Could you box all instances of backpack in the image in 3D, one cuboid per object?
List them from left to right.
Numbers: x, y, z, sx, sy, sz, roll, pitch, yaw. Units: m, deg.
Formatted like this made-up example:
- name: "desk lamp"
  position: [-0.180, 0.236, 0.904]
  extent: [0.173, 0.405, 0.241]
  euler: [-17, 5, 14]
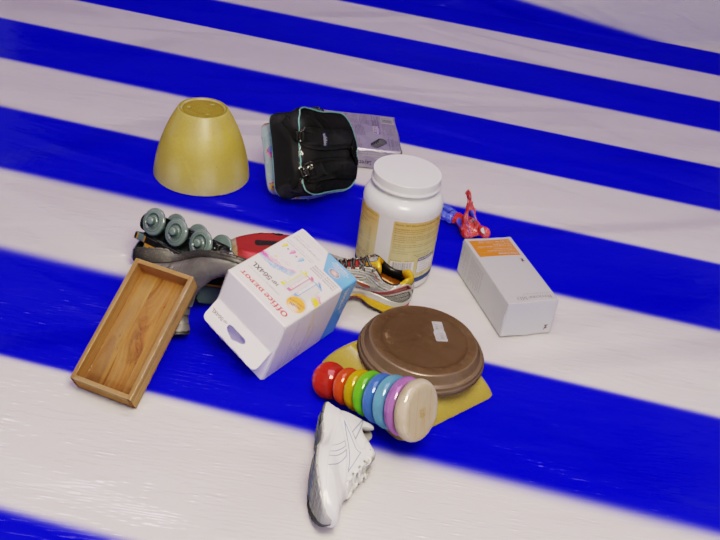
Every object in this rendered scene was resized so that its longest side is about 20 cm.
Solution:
- name: "backpack"
  position: [-0.098, -0.233, 1.748]
  extent: [0.151, 0.180, 0.198]
  euler: [-4, 6, 42]

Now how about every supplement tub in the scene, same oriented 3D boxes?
- name: "supplement tub"
  position: [0.069, -0.086, 1.541]
  extent: [0.141, 0.204, 0.146]
  euler: [6, 33, -4]

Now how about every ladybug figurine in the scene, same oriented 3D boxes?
- name: "ladybug figurine"
  position: [-0.157, -0.017, 1.501]
  extent: [0.195, 0.073, 0.137]
  euler: [-1, 34, -15]

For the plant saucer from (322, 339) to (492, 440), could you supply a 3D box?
- name: "plant saucer"
  position: [0.074, 0.148, 1.333]
  extent: [0.197, 0.049, 0.199]
  euler: [-18, 43, -35]

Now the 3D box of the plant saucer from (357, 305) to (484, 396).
- name: "plant saucer"
  position: [0.092, 0.113, 1.321]
  extent: [0.195, 0.030, 0.202]
  euler: [7, 32, -4]

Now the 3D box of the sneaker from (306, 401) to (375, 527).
- name: "sneaker"
  position: [-0.023, 0.249, 1.138]
  extent: [0.085, 0.076, 0.202]
  euler: [13, 34, -3]

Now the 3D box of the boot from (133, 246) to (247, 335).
- name: "boot"
  position: [-0.262, 0.036, 1.348]
  extent: [0.195, 0.135, 0.070]
  euler: [2, -5, 11]

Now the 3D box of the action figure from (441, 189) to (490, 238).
- name: "action figure"
  position: [0.181, -0.133, 1.741]
  extent: [0.198, 0.101, 0.065]
  euler: [33, 41, 28]

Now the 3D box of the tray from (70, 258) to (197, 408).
- name: "tray"
  position: [-0.322, 0.087, 1.260]
  extent: [0.097, 0.037, 0.203]
  euler: [17, 63, 12]

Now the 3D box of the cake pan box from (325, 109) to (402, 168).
- name: "cake pan box"
  position: [-0.005, -0.300, 1.986]
  extent: [0.180, 0.053, 0.202]
  euler: [6, 34, -9]

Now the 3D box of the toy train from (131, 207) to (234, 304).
- name: "toy train"
  position: [-0.297, -0.026, 1.445]
  extent: [0.197, 0.116, 0.085]
  euler: [23, 4, 26]

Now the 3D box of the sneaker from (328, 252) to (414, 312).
- name: "sneaker"
  position: [0.000, 0.000, 1.472]
  extent: [0.196, 0.083, 0.079]
  euler: [18, 36, -8]

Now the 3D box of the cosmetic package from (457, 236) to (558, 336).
- name: "cosmetic package"
  position: [0.255, 0.024, 1.541]
  extent: [0.099, 0.073, 0.201]
  euler: [-3, 36, -19]

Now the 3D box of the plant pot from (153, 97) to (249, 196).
- name: "plant pot"
  position: [-0.318, -0.261, 1.766]
  extent: [0.195, 0.144, 0.202]
  euler: [6, 34, -4]

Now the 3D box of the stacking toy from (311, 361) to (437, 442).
- name: "stacking toy"
  position: [0.010, 0.175, 1.232]
  extent: [0.197, 0.087, 0.085]
  euler: [10, 27, 41]

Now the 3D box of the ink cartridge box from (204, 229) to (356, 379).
- name: "ink cartridge box"
  position: [-0.125, 0.054, 1.328]
  extent: [0.128, 0.126, 0.199]
  euler: [41, 42, 15]
